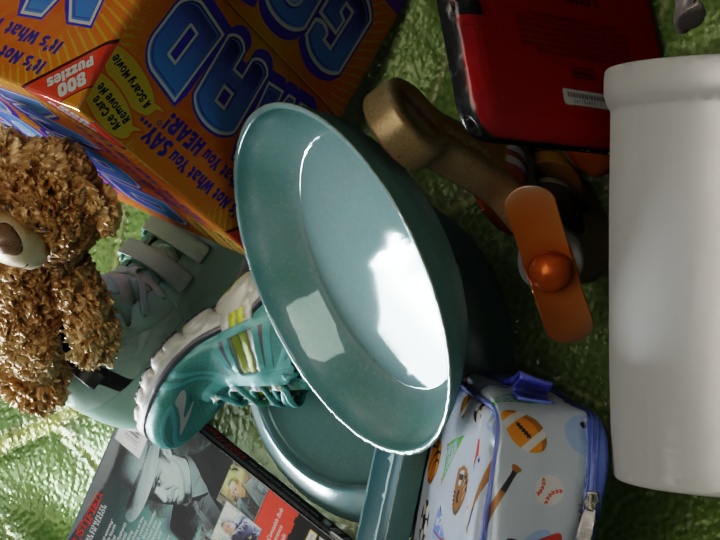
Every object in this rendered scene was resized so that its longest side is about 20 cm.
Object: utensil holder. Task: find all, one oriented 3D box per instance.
[{"bbox_3d":[0.202,0.002,0.921,0.169,0.169,0.202,1,91,36],"label":"utensil holder"}]

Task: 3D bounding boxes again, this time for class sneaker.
[{"bbox_3d":[-0.135,0.001,1.183,0.073,0.118,0.202,23,91,35],"label":"sneaker"},{"bbox_3d":[-0.061,0.051,1.133,0.200,0.077,0.080,-41,75,27],"label":"sneaker"}]

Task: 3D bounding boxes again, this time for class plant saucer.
[{"bbox_3d":[0.000,0.000,1.010,0.200,0.036,0.201,43,146,39],"label":"plant saucer"},{"bbox_3d":[0.002,0.053,1.146,0.199,0.027,0.202,-2,87,35],"label":"plant saucer"},{"bbox_3d":[0.027,0.086,1.079,0.070,0.019,0.202,-143,63,-77],"label":"plant saucer"}]

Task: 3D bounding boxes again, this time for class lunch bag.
[{"bbox_3d":[0.076,0.130,0.996,0.075,0.200,0.162,9,92,-8],"label":"lunch bag"}]

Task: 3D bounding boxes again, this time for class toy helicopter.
[{"bbox_3d":[0.072,-0.042,0.992,0.079,0.199,0.133,-34,54,27],"label":"toy helicopter"}]

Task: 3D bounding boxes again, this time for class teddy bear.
[{"bbox_3d":[-0.198,0.008,1.084,0.146,0.067,0.200,60,144,6],"label":"teddy bear"}]

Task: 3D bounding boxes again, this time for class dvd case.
[{"bbox_3d":[-0.103,0.181,1.219,0.199,0.022,0.147,33,107,31],"label":"dvd case"}]

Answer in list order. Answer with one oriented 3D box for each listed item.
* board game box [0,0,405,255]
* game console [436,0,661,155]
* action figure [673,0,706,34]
[{"bbox_3d":[-0.129,-0.161,1.108,0.199,0.200,0.201,23,79,34],"label":"board game box"},{"bbox_3d":[0.061,-0.134,1.005,0.118,0.199,0.174,-16,80,37],"label":"game console"},{"bbox_3d":[0.158,-0.207,0.992,0.199,0.105,0.195,-16,68,-4],"label":"action figure"}]
